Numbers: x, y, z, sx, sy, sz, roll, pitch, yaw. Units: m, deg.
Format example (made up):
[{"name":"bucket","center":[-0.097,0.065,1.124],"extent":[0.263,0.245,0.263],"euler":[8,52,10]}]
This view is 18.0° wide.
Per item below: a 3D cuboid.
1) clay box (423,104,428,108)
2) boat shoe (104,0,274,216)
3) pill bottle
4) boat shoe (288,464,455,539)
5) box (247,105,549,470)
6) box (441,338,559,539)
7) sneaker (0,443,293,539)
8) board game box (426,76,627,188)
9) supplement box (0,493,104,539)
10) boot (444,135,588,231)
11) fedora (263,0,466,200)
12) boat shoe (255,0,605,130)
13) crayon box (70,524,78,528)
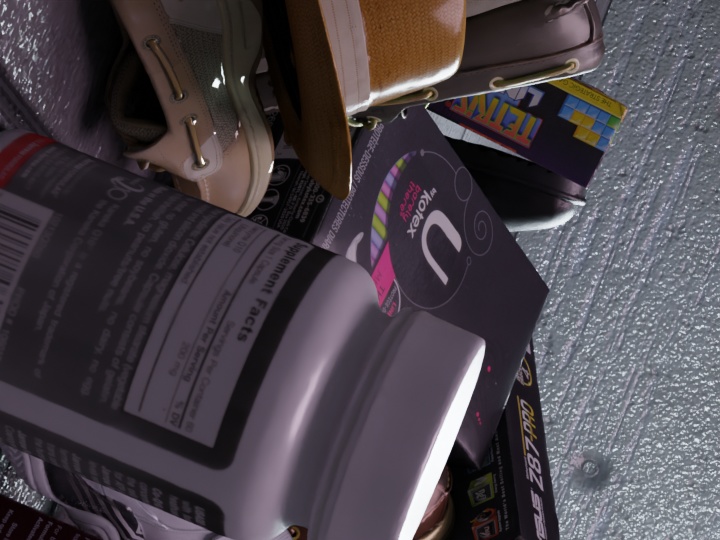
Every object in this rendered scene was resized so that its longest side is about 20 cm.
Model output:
[{"name":"clay box","center":[0.045,-0.190,1.179],"extent":[0.115,0.048,0.200],"euler":[126,-21,-60]},{"name":"boat shoe","center":[-0.080,-0.077,0.974],"extent":[0.065,0.072,0.200],"euler":[-24,157,-14]},{"name":"pill bottle","center":[-0.063,0.033,0.850],"extent":[0.114,0.200,0.114],"euler":[22,90,-82]},{"name":"boat shoe","center":[-0.042,0.135,1.159],"extent":[0.200,0.072,0.068],"euler":[-24,136,-21]},{"name":"box","center":[0.000,0.000,1.194],"extent":[0.200,0.106,0.122],"euler":[52,52,-42]},{"name":"box","center":[0.028,0.112,1.278],"extent":[0.161,0.049,0.200],"euler":[-29,-138,26]},{"name":"sneaker","center":[-0.060,0.087,1.004],"extent":[0.200,0.115,0.075],"euler":[44,33,-37]},{"name":"board game box","center":[0.070,-0.115,1.372],"extent":[0.057,0.165,0.200],"euler":[-62,180,7]},{"name":"supplement box","center":[-0.096,0.176,1.004],"extent":[0.109,0.200,0.061],"euler":[98,16,-59]},{"name":"boot","center":[0.027,-0.006,1.401],"extent":[0.073,0.198,0.163],"euler":[6,99,-79]},{"name":"fedora","center":[-0.003,-0.132,0.928],"extent":[0.201,0.082,0.201],"euler":[168,-90,-83]},{"name":"boat shoe","center":[0.014,-0.098,1.061],"extent":[0.072,0.201,0.060],"euler":[-71,143,-63]},{"name":"crayon box","center":[-0.178,0.241,1.170],"extent":[0.127,0.051,0.200],"euler":[95,18,-63]}]
